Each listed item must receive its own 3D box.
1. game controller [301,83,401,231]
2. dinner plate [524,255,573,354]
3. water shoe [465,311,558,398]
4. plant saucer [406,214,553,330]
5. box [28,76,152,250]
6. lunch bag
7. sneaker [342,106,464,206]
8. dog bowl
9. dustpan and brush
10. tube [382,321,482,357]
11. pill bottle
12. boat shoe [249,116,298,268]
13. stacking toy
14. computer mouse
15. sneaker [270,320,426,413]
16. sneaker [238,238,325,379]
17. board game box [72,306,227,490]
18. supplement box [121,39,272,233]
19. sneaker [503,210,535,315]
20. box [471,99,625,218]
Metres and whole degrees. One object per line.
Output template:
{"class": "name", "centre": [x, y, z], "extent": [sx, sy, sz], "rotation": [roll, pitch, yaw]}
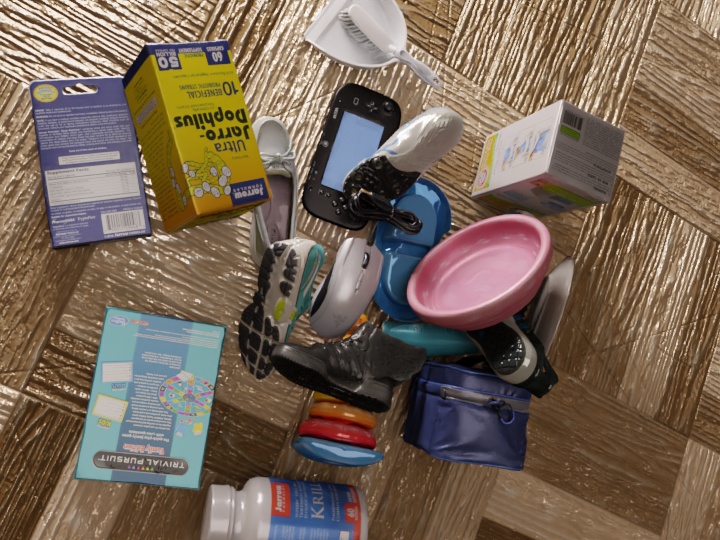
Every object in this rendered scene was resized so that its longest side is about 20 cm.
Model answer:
{"class": "game controller", "centre": [-0.012, -0.161, 0.919], "extent": [0.102, 0.042, 0.205], "rotation": [20, 80, -16]}
{"class": "dinner plate", "centre": [0.251, 0.072, 0.919], "extent": [0.024, 0.200, 0.204], "rotation": [22, 79, 7]}
{"class": "water shoe", "centre": [0.186, 0.090, 0.828], "extent": [0.078, 0.201, 0.072], "rotation": [38, 109, -20]}
{"class": "plant saucer", "centre": [0.156, 0.007, 0.838], "extent": [0.200, 0.199, 0.051], "rotation": [-41, 116, -16]}
{"class": "box", "centre": [-0.336, -0.136, 0.812], "extent": [0.118, 0.032, 0.206], "rotation": [-9, 89, -19]}
{"class": "lunch bag", "centre": [0.143, 0.179, 0.866], "extent": [0.132, 0.200, 0.136], "rotation": [11, 81, -12]}
{"class": "sneaker", "centre": [0.056, -0.155, 0.899], "extent": [0.198, 0.072, 0.073], "rotation": [-36, 114, -12]}
{"class": "dog bowl", "centre": [0.065, -0.029, 0.933], "extent": [0.109, 0.049, 0.205], "rotation": [11, 82, -18]}
{"class": "dustpan and brush", "centre": [0.035, -0.324, 0.936], "extent": [0.199, 0.057, 0.141], "rotation": [39, 75, -12]}
{"class": "tube", "centre": [0.127, 0.097, 0.906], "extent": [0.194, 0.077, 0.052], "rotation": [0, 97, 6]}
{"class": "pill bottle", "centre": [-0.097, 0.323, 0.821], "extent": [0.195, 0.112, 0.115], "rotation": [11, 83, -18]}
{"class": "boat shoe", "centre": [-0.114, -0.104, 0.864], "extent": [0.073, 0.064, 0.208], "rotation": [3, 86, -28]}
{"class": "stacking toy", "centre": [-0.019, 0.154, 0.875], "extent": [0.113, 0.110, 0.205], "rotation": [12, 71, -10]}
{"class": "computer mouse", "centre": [0.000, 0.000, 0.853], "extent": [0.108, 0.044, 0.204], "rotation": [26, 88, -27]}
{"class": "sneaker", "centre": [-0.012, 0.108, 0.824], "extent": [0.196, 0.060, 0.106], "rotation": [25, 55, -13]}
{"class": "sneaker", "centre": [-0.096, 0.053, 0.831], "extent": [0.079, 0.077, 0.203], "rotation": [-9, 130, -52]}
{"class": "board game box", "centre": [-0.259, 0.158, 0.811], "extent": [0.147, 0.047, 0.205], "rotation": [11, 83, -18]}
{"class": "supplement box", "centre": [-0.203, -0.164, 0.806], "extent": [0.107, 0.109, 0.205], "rotation": [-18, 92, -36]}
{"class": "sneaker", "centre": [0.207, 0.011, 0.958], "extent": [0.076, 0.080, 0.204], "rotation": [16, 100, -26]}
{"class": "box", "centre": [0.259, -0.148, 0.927], "extent": [0.110, 0.199, 0.104], "rotation": [19, 81, -18]}
